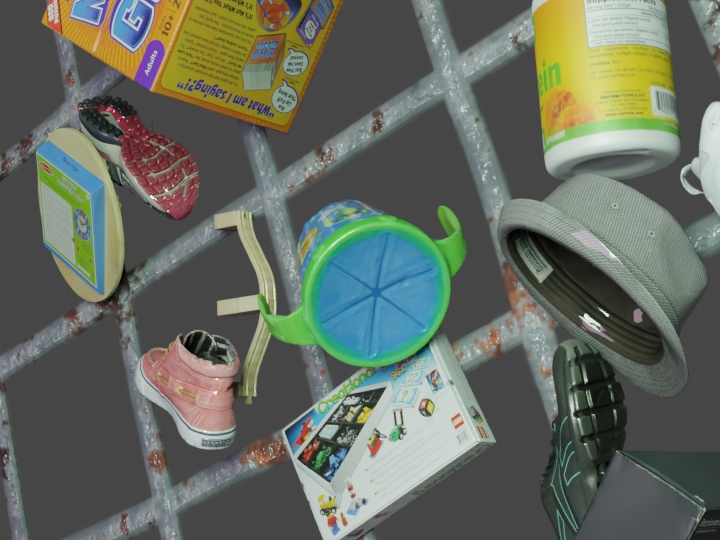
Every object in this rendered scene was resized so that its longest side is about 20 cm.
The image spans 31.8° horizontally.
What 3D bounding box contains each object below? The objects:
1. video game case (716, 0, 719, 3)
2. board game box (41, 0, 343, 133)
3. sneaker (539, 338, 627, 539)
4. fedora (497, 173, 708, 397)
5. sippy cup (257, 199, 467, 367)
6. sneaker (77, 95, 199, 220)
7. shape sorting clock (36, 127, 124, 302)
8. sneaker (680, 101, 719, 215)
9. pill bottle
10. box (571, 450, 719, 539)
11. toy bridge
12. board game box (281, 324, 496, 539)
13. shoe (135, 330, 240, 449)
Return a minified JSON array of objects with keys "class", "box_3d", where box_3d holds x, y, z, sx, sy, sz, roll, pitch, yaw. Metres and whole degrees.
[{"class":"video game case","box_3d":[0.314,-0.319,1.029,0.200,0.022,0.183,47,112,34]},{"class":"board game box","box_3d":[-0.161,-0.285,1.285,0.199,0.199,0.202,32,103,36]},{"class":"sneaker","box_3d":[0.176,0.158,1.029,0.079,0.075,0.203,-15,82,44]},{"class":"fedora","box_3d":[0.205,-0.003,1.008,0.199,0.177,0.090,40,75,19]},{"class":"sippy cup","box_3d":[0.000,0.000,1.153,0.130,0.175,0.141,-127,48,-64]},{"class":"sneaker","box_3d":[-0.247,-0.118,1.417,0.200,0.080,0.075,44,139,34]},{"class":"shape sorting clock","box_3d":[-0.320,-0.064,1.451,0.199,0.039,0.203,30,129,45]},{"class":"sneaker","box_3d":[0.329,-0.108,0.951,0.115,0.075,0.201,48,116,29]},{"class":"pill bottle","box_3d":[0.199,-0.183,1.043,0.110,0.110,0.203,-12,76,36]},{"class":"box","box_3d":[0.225,0.208,0.909,0.079,0.199,0.142,35,104,36]},{"class":"toy bridge","box_3d":[-0.118,0.037,1.315,0.067,0.027,0.203,-9,79,37]},{"class":"board game box","box_3d":[0.021,0.155,1.183,0.199,0.034,0.127,-39,61,27]},{"class":"shoe","box_3d":[-0.174,0.099,1.291,0.200,0.071,0.092,36,120,57]}]
